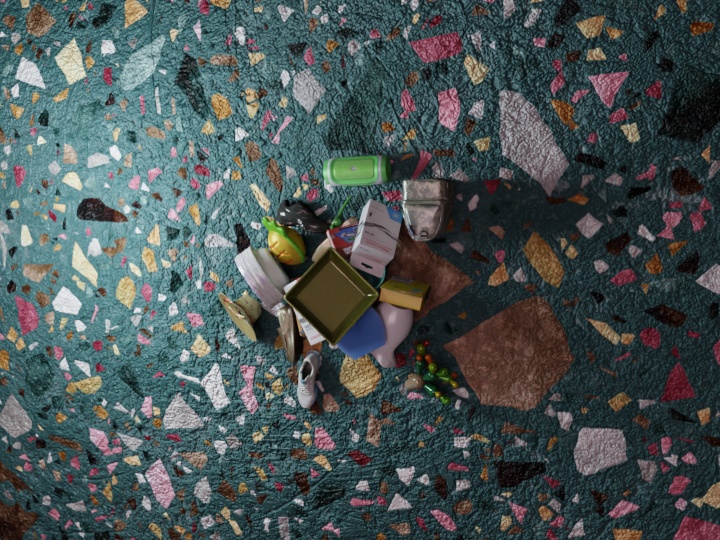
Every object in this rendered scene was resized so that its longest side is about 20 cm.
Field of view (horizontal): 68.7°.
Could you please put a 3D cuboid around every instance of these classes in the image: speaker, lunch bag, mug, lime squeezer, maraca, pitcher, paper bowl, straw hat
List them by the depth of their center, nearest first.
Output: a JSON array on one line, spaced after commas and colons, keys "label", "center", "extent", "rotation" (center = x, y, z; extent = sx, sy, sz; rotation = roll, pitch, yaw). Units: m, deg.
[{"label": "lunch bag", "center": [0.194, -0.173, 1.501], "extent": [0.137, 0.200, 0.171], "rotation": [0, 97, 17]}, {"label": "lime squeezer", "center": [-0.060, -0.134, 1.602], "extent": [0.070, 0.038, 0.203], "rotation": [-11, 66, 20]}, {"label": "speaker", "center": [-0.010, -0.303, 1.604], "extent": [0.197, 0.088, 0.090], "rotation": [0, 98, 17]}, {"label": "mug", "center": [0.005, 0.010, 1.624], "extent": [0.151, 0.115, 0.185], "rotation": [37, 66, 10]}, {"label": "pitcher", "center": [0.070, 0.173, 1.641], "extent": [0.170, 0.121, 0.202], "rotation": [29, 117, 25]}, {"label": "maraca", "center": [-0.242, -0.093, 1.664], "extent": [0.136, 0.201, 0.107], "rotation": [20, 63, 39]}, {"label": "paper bowl", "center": [-0.301, 0.011, 1.680], "extent": [0.104, 0.201, 0.202], "rotation": [-36, 87, -3]}, {"label": "straw hat", "center": [-0.383, 0.132, 1.775], "extent": [0.085, 0.201, 0.201], "rotation": [-40, 84, -25]}]

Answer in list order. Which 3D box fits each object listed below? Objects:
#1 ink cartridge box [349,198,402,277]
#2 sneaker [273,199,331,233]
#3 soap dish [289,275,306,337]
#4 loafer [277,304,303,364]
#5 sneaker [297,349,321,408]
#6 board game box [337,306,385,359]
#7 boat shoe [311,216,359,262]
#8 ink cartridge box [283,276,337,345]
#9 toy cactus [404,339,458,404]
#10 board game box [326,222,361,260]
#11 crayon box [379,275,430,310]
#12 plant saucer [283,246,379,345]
[{"label": "ink cartridge box", "center": [0.048, -0.094, 1.550], "extent": [0.114, 0.067, 0.202], "rotation": [22, 61, -14]}, {"label": "sneaker", "center": [-0.180, -0.173, 1.683], "extent": [0.197, 0.076, 0.092], "rotation": [16, 94, 11]}, {"label": "soap dish", "center": [-0.143, 0.112, 1.706], "extent": [0.155, 0.081, 0.203], "rotation": [-11, 94, 18]}, {"label": "loafer", "center": [-0.237, 0.210, 1.756], "extent": [0.066, 0.076, 0.204], "rotation": [-4, 87, 18]}, {"label": "sneaker", "center": [-0.182, 0.369, 1.753], "extent": [0.074, 0.087, 0.203], "rotation": [9, 102, 13]}, {"label": "board game box", "center": [-0.002, 0.175, 1.616], "extent": [0.199, 0.039, 0.159], "rotation": [-33, 86, 35]}, {"label": "boat shoe", "center": [-0.070, -0.081, 1.660], "extent": [0.200, 0.074, 0.069], "rotation": [-44, 79, 17]}, {"label": "ink cartridge box", "center": [-0.124, 0.106, 1.591], "extent": [0.146, 0.082, 0.202], "rotation": [-27, 88, 40]}, {"label": "toy cactus", "center": [0.208, 0.325, 1.639], "extent": [0.164, 0.102, 0.202], "rotation": [-31, 91, 37]}, {"label": "board game box", "center": [0.003, -0.093, 1.581], "extent": [0.019, 0.198, 0.104], "rotation": [-42, 68, 58]}, {"label": "crayon box", "center": [0.130, 0.067, 1.553], "extent": [0.125, 0.200, 0.052], "rotation": [14, 101, 13]}, {"label": "plant saucer", "center": [-0.083, 0.073, 1.497], "extent": [0.200, 0.048, 0.200], "rotation": [44, 81, -4]}]
